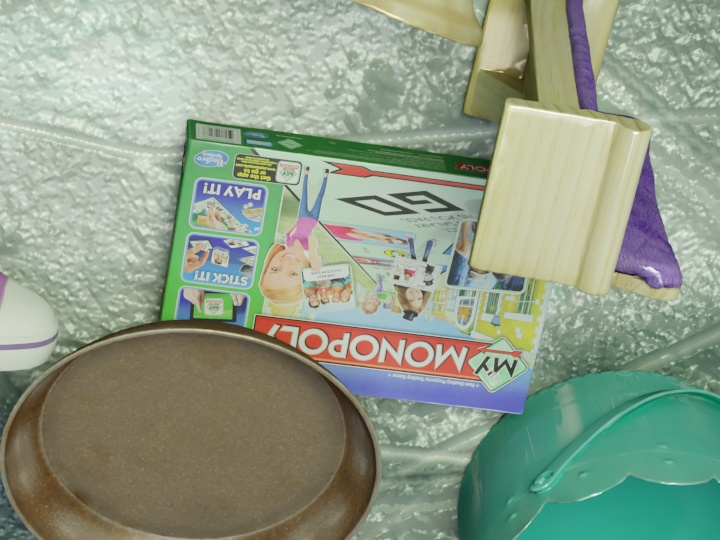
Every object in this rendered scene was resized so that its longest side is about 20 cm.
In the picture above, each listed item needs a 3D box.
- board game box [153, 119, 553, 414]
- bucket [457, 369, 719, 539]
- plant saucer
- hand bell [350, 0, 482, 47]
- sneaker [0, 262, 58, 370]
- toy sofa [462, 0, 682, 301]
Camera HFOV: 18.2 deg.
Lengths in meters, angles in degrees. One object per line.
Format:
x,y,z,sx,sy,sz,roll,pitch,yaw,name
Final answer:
0.000,0.000,1.169,0.199,0.029,0.135,7,116,-8,board game box
0.146,0.160,1.202,0.207,0.135,0.208,-2,118,-3,bucket
-0.089,0.095,1.188,0.200,0.035,0.201,-1,131,-1,plant saucer
0.047,-0.216,1.042,0.104,0.104,0.200,20,102,-14,hand bell
-0.228,-0.029,1.114,0.200,0.073,0.114,24,110,-16,sneaker
0.103,-0.068,1.046,0.097,0.200,0.083,11,116,-2,toy sofa
